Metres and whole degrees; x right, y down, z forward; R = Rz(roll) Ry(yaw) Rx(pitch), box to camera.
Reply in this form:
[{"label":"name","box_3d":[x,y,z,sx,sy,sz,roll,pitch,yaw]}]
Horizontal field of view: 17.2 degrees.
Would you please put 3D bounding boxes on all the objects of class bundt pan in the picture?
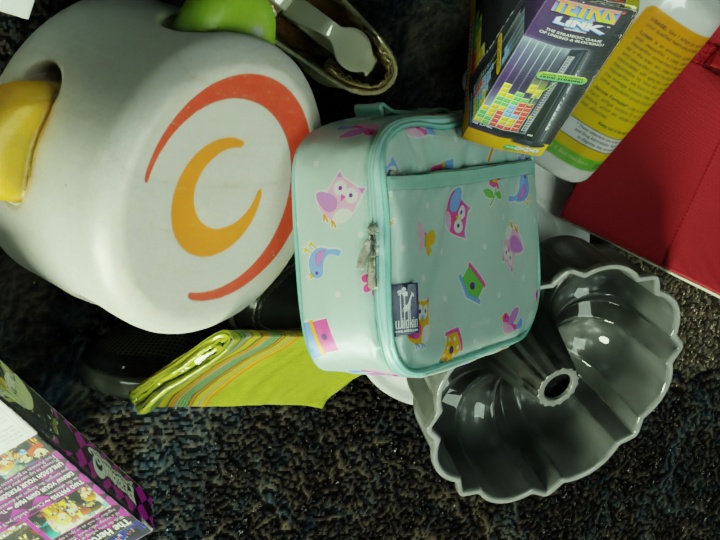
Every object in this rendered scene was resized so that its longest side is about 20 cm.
[{"label":"bundt pan","box_3d":[0.117,0.058,1.626,0.201,0.076,0.203,-19,133,-21]}]

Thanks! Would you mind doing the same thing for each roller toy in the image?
[{"label":"roller toy","box_3d":[-0.128,-0.064,1.398,0.200,0.139,0.183,-42,136,-28]}]

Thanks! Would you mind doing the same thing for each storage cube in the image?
[{"label":"storage cube","box_3d":[0.276,-0.068,1.665,0.180,0.171,0.200,-64,153,3]}]

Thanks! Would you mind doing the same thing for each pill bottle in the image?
[{"label":"pill bottle","box_3d":[0.169,-0.166,1.568,0.111,0.111,0.200,22,115,-43]}]

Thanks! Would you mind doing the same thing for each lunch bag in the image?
[{"label":"lunch bag","box_3d":[0.037,-0.023,1.436,0.200,0.077,0.161,-13,104,-58]}]

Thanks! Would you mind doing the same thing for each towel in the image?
[{"label":"towel","box_3d":[-0.053,0.063,1.486,0.086,0.018,0.200,-33,161,28]}]

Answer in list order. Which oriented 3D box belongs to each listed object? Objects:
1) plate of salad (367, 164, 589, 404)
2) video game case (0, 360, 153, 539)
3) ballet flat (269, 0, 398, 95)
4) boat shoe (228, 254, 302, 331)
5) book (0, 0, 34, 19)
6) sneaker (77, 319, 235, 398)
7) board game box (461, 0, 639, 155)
[{"label":"plate of salad","box_3d":[0.073,0.001,1.659,0.199,0.048,0.201,-15,121,-26]},{"label":"video game case","box_3d":[-0.254,0.139,1.400,0.200,0.036,0.181,-30,127,17]},{"label":"ballet flat","box_3d":[-0.043,-0.170,1.464,0.200,0.062,0.068,32,92,-44]},{"label":"boat shoe","box_3d":[0.000,0.000,1.504,0.200,0.057,0.067,-23,129,-47]},{"label":"book","box_3d":[-0.210,-0.250,1.271,0.133,0.048,0.201,15,100,-20]},{"label":"sneaker","box_3d":[-0.095,0.015,1.515,0.199,0.076,0.115,-15,119,-36]},{"label":"board game box","box_3d":[0.113,-0.194,1.389,0.056,0.201,0.165,11,150,-10]}]
